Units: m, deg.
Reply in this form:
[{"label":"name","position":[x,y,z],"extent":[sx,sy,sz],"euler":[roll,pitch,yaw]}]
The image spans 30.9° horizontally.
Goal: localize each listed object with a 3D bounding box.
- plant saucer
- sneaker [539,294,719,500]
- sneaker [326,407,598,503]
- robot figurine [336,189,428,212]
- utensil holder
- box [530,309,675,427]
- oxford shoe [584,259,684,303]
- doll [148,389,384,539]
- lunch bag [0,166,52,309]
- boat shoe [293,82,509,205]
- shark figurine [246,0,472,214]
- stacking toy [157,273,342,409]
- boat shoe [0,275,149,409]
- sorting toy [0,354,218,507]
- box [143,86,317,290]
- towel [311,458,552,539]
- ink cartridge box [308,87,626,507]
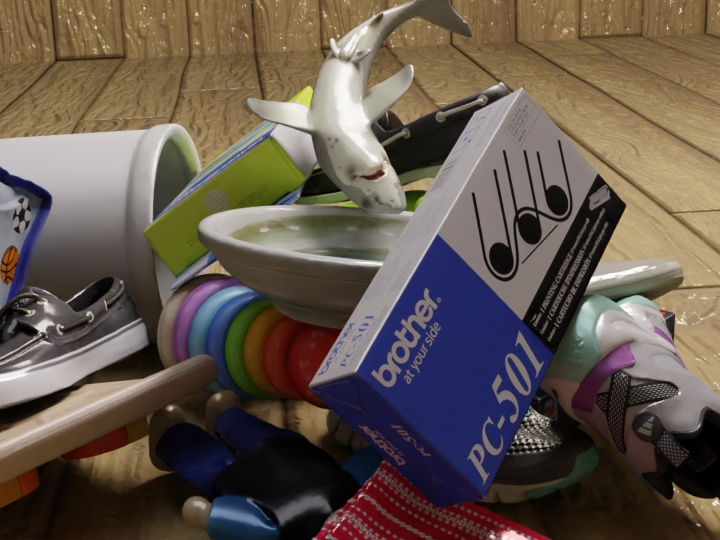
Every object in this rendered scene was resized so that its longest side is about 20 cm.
[{"label":"plant saucer","position":[0.000,0.000,0.781],"extent":[0.197,0.051,0.200],"euler":[5,11,-1]},{"label":"sneaker","position":[0.176,0.086,0.754],"extent":[0.140,0.078,0.199],"euler":[45,17,19]},{"label":"sneaker","position":[0.053,0.076,0.788],"extent":[0.198,0.093,0.077],"euler":[13,22,39]},{"label":"robot figurine","position":[0.010,0.005,0.983],"extent":[0.198,0.118,0.174],"euler":[-14,2,-36]},{"label":"utensil holder","position":[-0.233,-0.025,1.026],"extent":[0.197,0.173,0.170],"euler":[-2,16,9]},{"label":"box","position":[0.119,0.061,0.924],"extent":[0.135,0.038,0.199],"euler":[11,21,36]},{"label":"oxford shoe","position":[0.109,0.009,0.850],"extent":[0.197,0.059,0.075],"euler":[-10,-16,14]},{"label":"doll","position":[-0.044,0.118,0.735],"extent":[0.135,0.049,0.199],"euler":[-13,20,-30]},{"label":"lunch bag","position":[-0.326,0.015,0.871],"extent":[0.168,0.203,0.124],"euler":[9,-13,31]},{"label":"boat shoe","position":[0.029,-0.092,0.985],"extent":[0.198,0.061,0.074],"euler":[-11,8,32]},{"label":"shark figurine","position":[0.002,-0.121,0.922],"extent":[0.126,0.090,0.216],"euler":[13,55,14]},{"label":"stacking toy","position":[-0.057,0.049,0.833],"extent":[0.084,0.087,0.199],"euler":[-12,8,-30]},{"label":"boat shoe","position":[-0.203,0.042,0.836],"extent":[0.069,0.067,0.200],"euler":[-16,4,27]},{"label":"sorting toy","position":[-0.203,0.103,0.756],"extent":[0.198,0.037,0.184],"euler":[-15,5,40]},{"label":"box","position":[-0.085,-0.065,0.963],"extent":[0.121,0.048,0.200],"euler":[-35,11,16]},{"label":"towel","position":[0.034,0.156,0.583],"extent":[0.143,0.023,0.200],"euler":[24,24,15]},{"label":"ink cartridge box","position":[0.061,0.010,0.668],"extent":[0.044,0.094,0.201],"euler":[-22,30,52]}]
